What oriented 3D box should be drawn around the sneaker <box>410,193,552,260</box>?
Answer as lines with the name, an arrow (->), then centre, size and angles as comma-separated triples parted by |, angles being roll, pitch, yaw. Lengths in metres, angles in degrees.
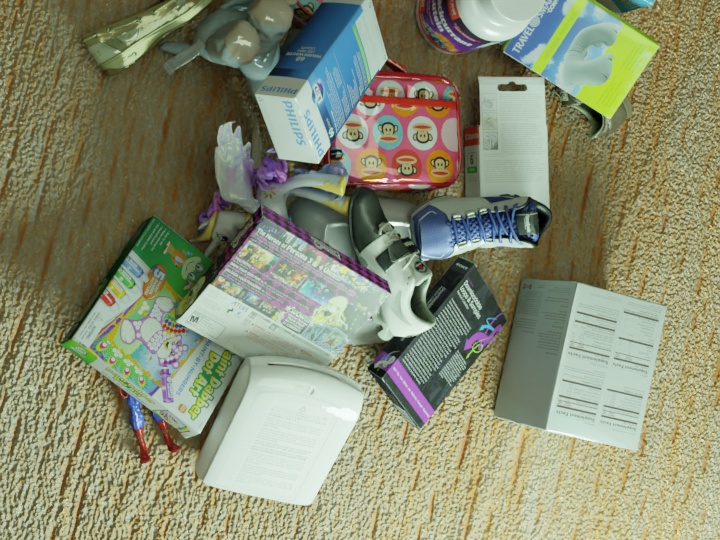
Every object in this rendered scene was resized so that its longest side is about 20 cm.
sneaker -> 0.170, -0.064, 1.708 | 0.199, 0.115, 0.081 | -11, 96, -27

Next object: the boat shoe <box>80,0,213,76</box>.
boat shoe -> -0.251, -0.322, 1.624 | 0.200, 0.073, 0.063 | -39, 109, -9

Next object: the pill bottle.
pill bottle -> 0.159, -0.349, 1.712 | 0.111, 0.200, 0.112 | 0, 91, -21

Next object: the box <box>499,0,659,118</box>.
box -> 0.288, -0.311, 1.780 | 0.200, 0.048, 0.122 | 31, 107, -6

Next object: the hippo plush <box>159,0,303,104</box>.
hippo plush -> -0.116, -0.258, 1.614 | 0.200, 0.159, 0.161 | -39, 120, 10

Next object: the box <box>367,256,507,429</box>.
box -> 0.106, 0.097, 1.755 | 0.200, 0.036, 0.143 | -49, 139, -13

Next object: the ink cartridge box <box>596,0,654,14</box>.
ink cartridge box -> 0.312, -0.464, 1.798 | 0.200, 0.147, 0.146 | 27, 82, -20

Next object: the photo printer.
photo printer -> -0.098, 0.195, 1.643 | 0.166, 0.070, 0.200 | 15, 122, -19

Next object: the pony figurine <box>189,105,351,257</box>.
pony figurine -> -0.114, -0.096, 1.631 | 0.199, 0.167, 0.194 | 9, 106, 11

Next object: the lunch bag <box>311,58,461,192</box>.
lunch bag -> 0.033, -0.194, 1.727 | 0.199, 0.082, 0.177 | 0, 87, -23

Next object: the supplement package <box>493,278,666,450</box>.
supplement package -> 0.300, 0.126, 1.803 | 0.150, 0.152, 0.201 | 14, 86, -21

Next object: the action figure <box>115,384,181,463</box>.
action figure -> -0.276, 0.137, 1.638 | 0.065, 0.052, 0.201 | -18, 95, -17

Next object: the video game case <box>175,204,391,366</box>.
video game case -> -0.094, 0.037, 1.599 | 0.200, 0.036, 0.181 | 31, 114, -26

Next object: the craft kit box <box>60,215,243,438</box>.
craft kit box -> -0.235, 0.069, 1.620 | 0.197, 0.048, 0.200 | 40, 58, -20

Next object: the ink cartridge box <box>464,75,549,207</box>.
ink cartridge box -> 0.201, -0.165, 1.814 | 0.109, 0.050, 0.201 | -2, 91, -21

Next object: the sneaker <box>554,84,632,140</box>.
sneaker -> 0.302, -0.272, 1.839 | 0.076, 0.070, 0.200 | -46, 105, -13

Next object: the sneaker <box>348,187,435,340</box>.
sneaker -> 0.047, -0.014, 1.649 | 0.074, 0.088, 0.201 | -35, 111, -52

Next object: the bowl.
bowl -> 0.000, 0.000, 1.727 | 0.199, 0.075, 0.201 | 1, 92, -21

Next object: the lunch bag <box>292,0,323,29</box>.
lunch bag -> -0.045, -0.418, 1.695 | 0.176, 0.082, 0.200 | 42, 77, -16

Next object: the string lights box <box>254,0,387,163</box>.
string lights box -> -0.042, -0.233, 1.563 | 0.200, 0.059, 0.103 | -59, 146, -35
